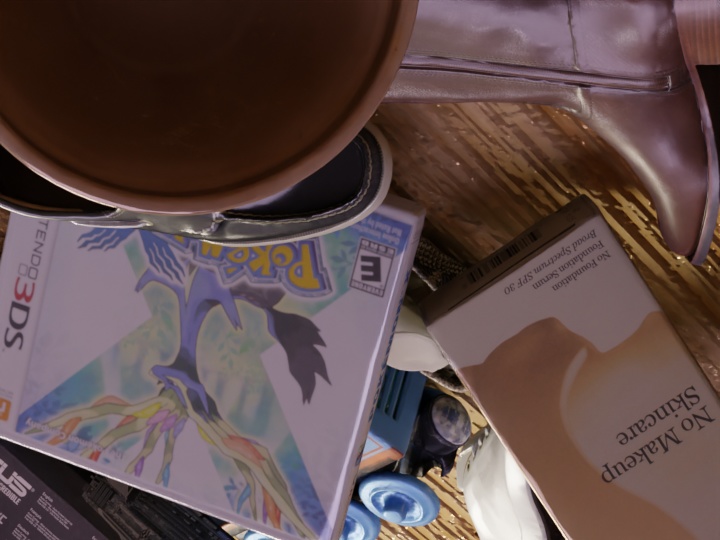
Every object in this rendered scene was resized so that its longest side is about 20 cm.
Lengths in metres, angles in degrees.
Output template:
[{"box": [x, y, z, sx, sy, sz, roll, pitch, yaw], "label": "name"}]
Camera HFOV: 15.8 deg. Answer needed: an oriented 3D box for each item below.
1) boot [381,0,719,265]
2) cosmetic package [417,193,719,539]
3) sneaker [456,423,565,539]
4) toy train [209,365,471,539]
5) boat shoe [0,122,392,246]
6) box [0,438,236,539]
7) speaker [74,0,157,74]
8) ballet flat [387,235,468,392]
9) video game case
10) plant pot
[{"box": [0.064, -0.078, 1.168, 0.199, 0.064, 0.187, 0, 132, 8], "label": "boot"}, {"box": [0.123, 0.075, 1.260, 0.105, 0.071, 0.200, -34, 99, 4], "label": "cosmetic package"}, {"box": [0.083, 0.097, 1.420, 0.084, 0.073, 0.201, 31, 141, 32], "label": "sneaker"}, {"box": [-0.028, 0.098, 1.438, 0.114, 0.087, 0.200, 38, 140, -23], "label": "toy train"}, {"box": [-0.086, -0.046, 1.193, 0.199, 0.072, 0.068, 4, -174, 13], "label": "boat shoe"}, {"box": [-0.149, 0.128, 1.382, 0.200, 0.050, 0.158, 41, -171, 7], "label": "box"}, {"box": [-0.182, -0.118, 1.154, 0.199, 0.082, 0.081, 9, 146, 2], "label": "speaker"}, {"box": [0.000, 0.000, 1.288, 0.068, 0.076, 0.200, -30, 130, 30], "label": "ballet flat"}, {"box": [-0.083, 0.024, 1.258, 0.199, 0.022, 0.183, 19, 109, 12], "label": "video game case"}, {"box": [-0.079, -0.124, 1.065, 0.200, 0.202, 0.093, 15, 180, -9], "label": "plant pot"}]
